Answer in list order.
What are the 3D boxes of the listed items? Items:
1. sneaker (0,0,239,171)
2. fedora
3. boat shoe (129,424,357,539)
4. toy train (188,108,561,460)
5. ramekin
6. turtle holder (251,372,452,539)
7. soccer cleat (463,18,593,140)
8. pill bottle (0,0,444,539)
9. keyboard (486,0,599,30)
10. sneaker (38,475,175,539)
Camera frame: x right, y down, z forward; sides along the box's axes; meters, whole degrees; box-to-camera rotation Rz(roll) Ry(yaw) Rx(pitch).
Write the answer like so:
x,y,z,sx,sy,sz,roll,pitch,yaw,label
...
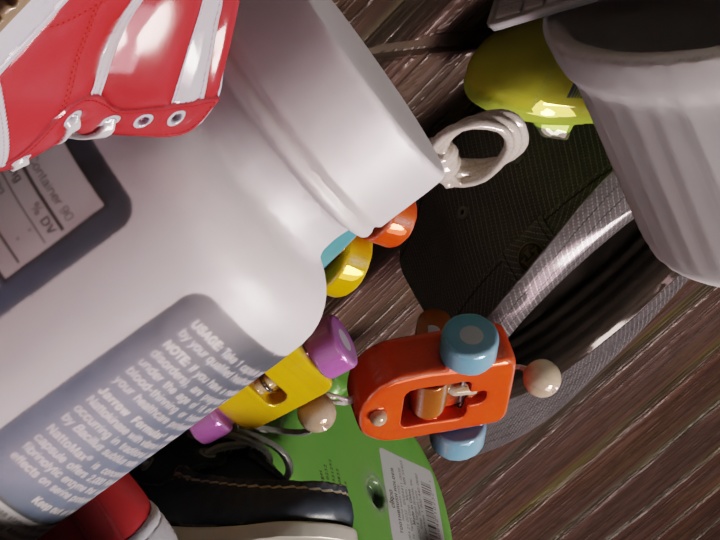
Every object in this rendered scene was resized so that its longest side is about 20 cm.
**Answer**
x,y,z,sx,sy,sz,roll,pitch,yaw,label
-0.112,-0.043,0.709,0.200,0.071,0.112,-41,160,17,sneaker
0.081,-0.020,1.125,0.177,0.090,0.200,-16,150,-52,fedora
-0.067,0.087,1.063,0.075,0.062,0.200,18,166,-29,boat shoe
0.000,0.000,0.981,0.150,0.056,0.200,-12,142,-9,toy train
0.173,-0.074,0.924,0.200,0.098,0.201,-19,-159,7,ramekin
-0.038,0.123,1.225,0.131,0.141,0.185,-23,-179,26,turtle holder
0.120,-0.108,1.035,0.200,0.065,0.084,-19,129,-32,soccer cleat
-0.079,-0.005,0.795,0.200,0.120,0.120,-36,164,7,pill bottle
0.140,-0.121,0.914,0.199,0.011,0.056,-15,-161,18,keyboard
-0.139,0.063,0.982,0.071,0.113,0.200,-36,-165,-21,sneaker
